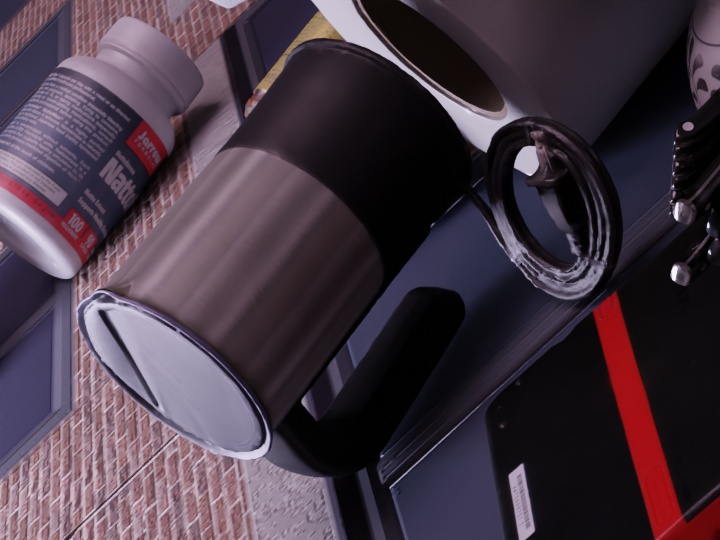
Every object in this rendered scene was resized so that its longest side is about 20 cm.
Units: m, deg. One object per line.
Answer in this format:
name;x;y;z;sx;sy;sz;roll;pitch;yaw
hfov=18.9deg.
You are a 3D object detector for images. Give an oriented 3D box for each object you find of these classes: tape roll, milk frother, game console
tape roll;0.078;-0.167;1.173;0.139;0.203;0.203;-51;21;-9
milk frother;0.000;0.000;1.057;0.188;0.180;0.200;-53;15;-26
game console;0.128;0.062;0.916;0.177;0.031;0.200;-44;20;18

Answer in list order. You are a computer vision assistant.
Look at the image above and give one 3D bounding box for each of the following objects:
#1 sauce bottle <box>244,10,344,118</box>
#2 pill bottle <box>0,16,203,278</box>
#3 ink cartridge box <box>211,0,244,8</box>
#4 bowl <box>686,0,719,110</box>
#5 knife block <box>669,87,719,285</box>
sauce bottle;0.000;-0.169;1.533;0.200;0.066;0.066;-50;21;-15
pill bottle;-0.222;-0.104;1.767;0.200;0.120;0.120;-53;21;-16
ink cartridge box;-0.020;-0.232;1.127;0.200;0.041;0.200;-12;46;59
bowl;0.215;-0.130;0.993;0.201;0.094;0.201;-41;21;19
knife block;0.215;-0.053;0.846;0.199;0.064;0.176;-7;59;1
